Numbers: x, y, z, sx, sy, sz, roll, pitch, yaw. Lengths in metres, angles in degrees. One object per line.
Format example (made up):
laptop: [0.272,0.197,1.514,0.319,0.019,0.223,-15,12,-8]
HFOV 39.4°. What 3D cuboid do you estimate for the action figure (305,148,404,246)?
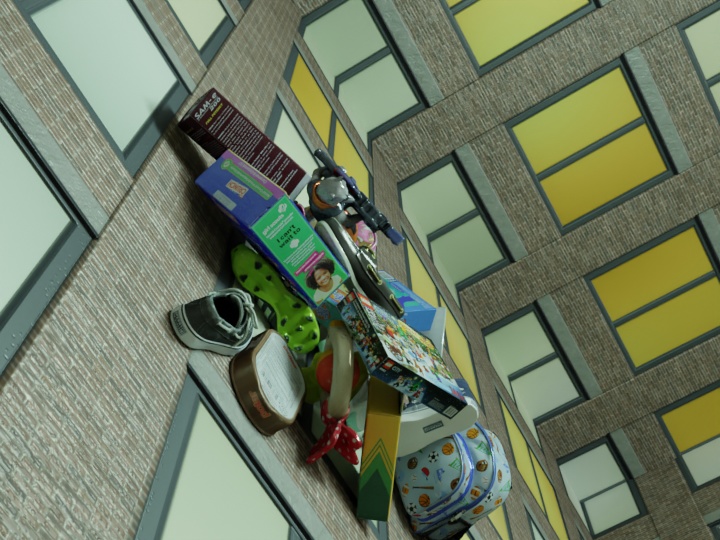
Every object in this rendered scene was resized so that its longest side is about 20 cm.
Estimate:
action figure: [-0.030,-0.077,1.558,0.200,0.104,0.194,46,-17,20]

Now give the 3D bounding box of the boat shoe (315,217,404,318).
boat shoe: [0.000,0.000,1.530,0.203,0.060,0.072,61,-17,-18]

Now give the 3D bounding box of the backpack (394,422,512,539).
backpack: [0.152,0.341,1.697,0.154,0.189,0.202,44,22,-56]

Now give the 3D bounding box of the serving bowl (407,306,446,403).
serving bowl: [0.113,0.163,1.794,0.200,0.065,0.204,5,90,-86]

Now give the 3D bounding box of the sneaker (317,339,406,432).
sneaker: [0.019,0.161,1.566,0.201,0.138,0.078,65,7,-45]

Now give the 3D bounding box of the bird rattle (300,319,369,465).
bird rattle: [-0.042,0.163,1.394,0.201,0.111,0.165,-85,-177,-62]

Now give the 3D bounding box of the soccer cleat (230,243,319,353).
soccer cleat: [-0.124,0.040,1.490,0.201,0.067,0.081,55,0,-30]

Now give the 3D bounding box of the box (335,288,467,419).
box: [0.060,0.120,1.426,0.199,0.038,0.137,34,20,-44]

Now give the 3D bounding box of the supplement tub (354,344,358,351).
supplement tub: [0.017,0.133,1.724,0.133,0.131,0.200,58,13,-16]

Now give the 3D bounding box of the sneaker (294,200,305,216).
sneaker: [-0.126,-0.081,1.694,0.081,0.085,0.200,63,10,-5]

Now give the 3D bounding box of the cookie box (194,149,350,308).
cookie box: [-0.127,-0.061,1.459,0.171,0.075,0.200,38,-9,44]

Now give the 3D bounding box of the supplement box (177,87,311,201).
supplement box: [-0.178,-0.182,1.528,0.200,0.061,0.109,41,-13,-16]

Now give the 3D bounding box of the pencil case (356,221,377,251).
pencil case: [-0.019,-0.005,1.803,0.086,0.082,0.201,44,-30,21]

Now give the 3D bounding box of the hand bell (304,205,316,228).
hand bell: [-0.094,-0.027,1.768,0.105,0.103,0.201,58,23,-19]

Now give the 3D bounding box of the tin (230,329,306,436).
tin: [-0.118,0.146,1.334,0.200,0.041,0.113,-65,131,-76]

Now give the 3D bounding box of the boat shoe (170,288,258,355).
boat shoe: [-0.164,0.056,1.247,0.074,0.067,0.199,65,11,15]

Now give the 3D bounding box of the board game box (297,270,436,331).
board game box: [0.004,0.054,1.667,0.198,0.046,0.152,-1,27,-39]

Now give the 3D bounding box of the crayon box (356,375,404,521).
crayon box: [0.029,0.243,1.466,0.126,0.051,0.203,-83,179,-72]

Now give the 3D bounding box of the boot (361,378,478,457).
boot: [0.096,0.243,1.665,0.091,0.197,0.074,-99,172,-66]
